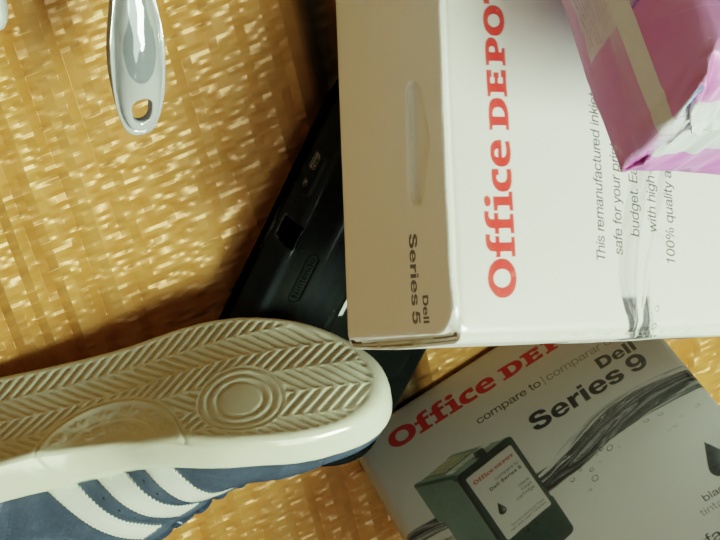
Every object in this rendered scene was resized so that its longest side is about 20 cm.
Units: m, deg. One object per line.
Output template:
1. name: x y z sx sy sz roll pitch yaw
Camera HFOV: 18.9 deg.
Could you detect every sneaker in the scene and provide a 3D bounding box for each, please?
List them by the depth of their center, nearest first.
1. sneaker: -0.081 0.079 0.867 0.198 0.075 0.085 -8 130 8

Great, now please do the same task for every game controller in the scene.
1. game controller: 0.000 0.000 0.897 0.104 0.042 0.201 3 123 -45

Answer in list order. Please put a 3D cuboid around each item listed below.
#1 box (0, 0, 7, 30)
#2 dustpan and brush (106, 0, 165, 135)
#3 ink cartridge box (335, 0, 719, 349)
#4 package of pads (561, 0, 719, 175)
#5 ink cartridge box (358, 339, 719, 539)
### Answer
1. box: -0.218 -0.138 0.572 0.199 0.199 0.131 -17 130 -14
2. dustpan and brush: -0.082 -0.143 0.729 0.139 0.057 0.201 -11 128 -19
3. ink cartridge box: 0.094 -0.046 0.823 0.199 0.084 0.147 -1 87 -30
4. package of pads: 0.125 -0.124 0.753 0.120 0.201 0.076 4 145 -29
5. ink cartridge box: 0.100 0.116 0.919 0.145 0.200 0.084 -32 129 -2
